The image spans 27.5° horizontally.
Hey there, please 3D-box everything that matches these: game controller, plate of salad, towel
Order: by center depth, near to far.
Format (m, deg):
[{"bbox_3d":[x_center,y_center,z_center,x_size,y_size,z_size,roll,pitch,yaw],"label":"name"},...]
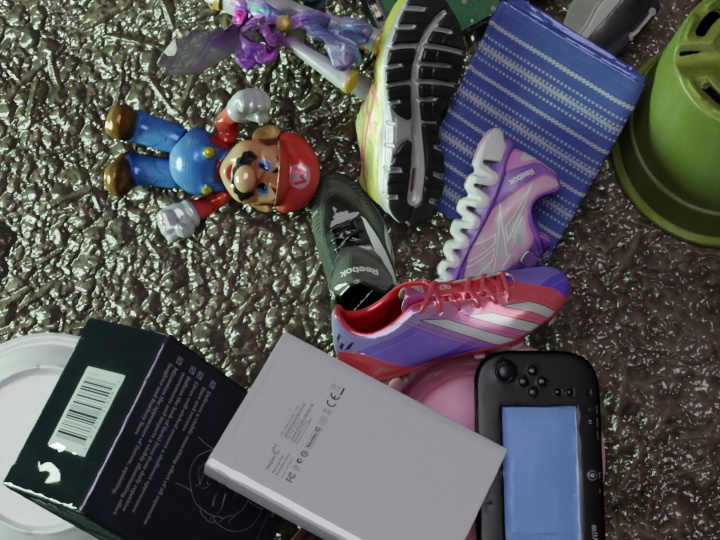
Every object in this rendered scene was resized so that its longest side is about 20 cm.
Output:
[{"bbox_3d":[0.143,0.165,1.181,0.103,0.042,0.202,-1,80,1],"label":"game controller"},{"bbox_3d":[0.142,-0.117,1.271,0.144,0.024,0.201,33,117,13],"label":"towel"},{"bbox_3d":[-0.271,0.155,1.281,0.198,0.048,0.202,0,84,1],"label":"plate of salad"}]

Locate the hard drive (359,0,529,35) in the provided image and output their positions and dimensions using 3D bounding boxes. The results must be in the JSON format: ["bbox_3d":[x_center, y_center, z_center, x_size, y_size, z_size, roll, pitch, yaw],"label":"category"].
[{"bbox_3d":[0.088,-0.288,1.335,0.199,0.038,0.140,-30,96,-10],"label":"hard drive"}]

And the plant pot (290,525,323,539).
[{"bbox_3d":[-0.020,0.329,1.139,0.198,0.200,0.201,38,82,7],"label":"plant pot"}]

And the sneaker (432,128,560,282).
[{"bbox_3d":[0.113,-0.014,1.250,0.088,0.080,0.202,19,99,2],"label":"sneaker"}]

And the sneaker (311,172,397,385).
[{"bbox_3d":[0.000,0.000,1.270,0.066,0.091,0.202,-15,74,1],"label":"sneaker"}]

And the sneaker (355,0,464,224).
[{"bbox_3d":[0.030,-0.147,1.280,0.078,0.090,0.202,3,102,-31],"label":"sneaker"}]

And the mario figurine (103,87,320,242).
[{"bbox_3d":[-0.133,-0.094,1.297,0.198,0.124,0.107,8,55,13],"label":"mario figurine"}]

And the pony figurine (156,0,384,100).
[{"bbox_3d":[-0.078,-0.221,1.291,0.199,0.193,0.167,28,96,11],"label":"pony figurine"}]

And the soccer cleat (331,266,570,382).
[{"bbox_3d":[0.073,0.032,1.186,0.199,0.077,0.067,-21,31,-1],"label":"soccer cleat"}]

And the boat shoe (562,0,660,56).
[{"bbox_3d":[0.188,-0.183,1.316,0.060,0.074,0.200,39,88,-23],"label":"boat shoe"}]

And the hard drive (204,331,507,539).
[{"bbox_3d":[-0.002,0.147,1.133,0.199,0.027,0.132,27,59,6],"label":"hard drive"}]

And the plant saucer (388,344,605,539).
[{"bbox_3d":[0.102,0.158,1.229,0.199,0.051,0.202,0,79,1],"label":"plant saucer"}]

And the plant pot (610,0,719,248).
[{"bbox_3d":[0.312,-0.142,1.224,0.198,0.190,0.202,-2,74,6],"label":"plant pot"}]

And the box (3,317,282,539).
[{"bbox_3d":[-0.154,0.153,1.172,0.107,0.200,0.149,8,65,43],"label":"box"}]
